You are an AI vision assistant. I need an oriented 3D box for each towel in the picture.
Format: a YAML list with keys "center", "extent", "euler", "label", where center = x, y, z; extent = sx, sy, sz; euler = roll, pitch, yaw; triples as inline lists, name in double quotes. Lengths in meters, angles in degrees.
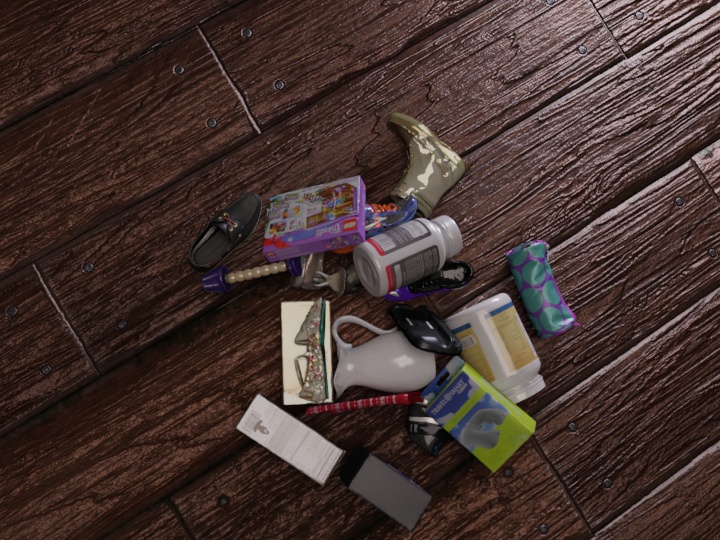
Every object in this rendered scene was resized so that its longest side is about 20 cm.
- center: [0.012, 0.254, 1.466]
  extent: [0.198, 0.145, 0.023]
  euler: [-10, 79, 15]
  label: "towel"

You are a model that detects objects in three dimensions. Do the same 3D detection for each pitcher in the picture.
- center: [0.042, 0.161, 1.536]
  extent: [0.198, 0.121, 0.173]
  euler: [-6, 63, -1]
  label: "pitcher"

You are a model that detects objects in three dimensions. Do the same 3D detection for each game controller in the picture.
- center: [0.123, 0.114, 1.504]
  extent: [0.103, 0.200, 0.042]
  euler: [3, 108, -15]
  label: "game controller"

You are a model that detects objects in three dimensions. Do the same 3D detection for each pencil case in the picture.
- center: [0.375, 0.037, 1.599]
  extent: [0.092, 0.085, 0.201]
  euler: [-22, 85, 20]
  label: "pencil case"

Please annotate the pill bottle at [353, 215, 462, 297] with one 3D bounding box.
- center: [0.095, -0.035, 1.492]
  extent: [0.199, 0.111, 0.111]
  euler: [-23, 85, -22]
  label: "pill bottle"

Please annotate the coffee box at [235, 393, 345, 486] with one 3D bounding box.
- center: [-0.136, 0.323, 1.485]
  extent: [0.199, 0.114, 0.080]
  euler: [34, 79, -2]
  label: "coffee box"

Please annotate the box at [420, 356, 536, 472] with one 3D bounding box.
- center: [0.220, 0.272, 1.473]
  extent: [0.200, 0.048, 0.122]
  euler: [41, 111, 5]
  label: "box"

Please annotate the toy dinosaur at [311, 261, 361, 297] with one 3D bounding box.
- center: [0.000, 0.000, 1.553]
  extent: [0.199, 0.102, 0.077]
  euler: [-31, 86, -9]
  label: "toy dinosaur"

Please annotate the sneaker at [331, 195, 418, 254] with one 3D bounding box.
- center: [0.023, -0.103, 1.546]
  extent: [0.199, 0.075, 0.079]
  euler: [-26, 113, -4]
  label: "sneaker"

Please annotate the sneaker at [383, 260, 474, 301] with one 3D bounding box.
- center: [0.139, 0.014, 1.566]
  extent: [0.198, 0.100, 0.070]
  euler: [-12, 85, -10]
  label: "sneaker"

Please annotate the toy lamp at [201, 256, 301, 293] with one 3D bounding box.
- center: [-0.217, 0.005, 1.529]
  extent: [0.198, 0.058, 0.059]
  euler: [-13, 83, 10]
  label: "toy lamp"

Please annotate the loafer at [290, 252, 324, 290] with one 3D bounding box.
- center: [-0.093, -0.059, 1.576]
  extent: [0.062, 0.072, 0.202]
  euler: [14, 86, -21]
  label: "loafer"

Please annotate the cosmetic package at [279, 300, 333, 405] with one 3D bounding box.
- center: [-0.108, 0.163, 1.532]
  extent: [0.103, 0.073, 0.202]
  euler: [-2, 81, -7]
  label: "cosmetic package"

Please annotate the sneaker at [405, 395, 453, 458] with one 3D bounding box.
- center: [0.187, 0.327, 1.548]
  extent: [0.198, 0.073, 0.113]
  euler: [16, 85, 3]
  label: "sneaker"

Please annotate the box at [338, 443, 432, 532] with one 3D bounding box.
- center: [0.041, 0.402, 1.448]
  extent: [0.141, 0.200, 0.079]
  euler: [33, 80, -2]
  label: "box"

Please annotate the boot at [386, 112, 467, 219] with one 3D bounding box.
- center: [0.104, -0.219, 1.615]
  extent: [0.200, 0.072, 0.155]
  euler: [39, 82, 0]
  label: "boot"

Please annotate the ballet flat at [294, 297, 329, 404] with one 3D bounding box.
- center: [-0.094, 0.152, 1.464]
  extent: [0.063, 0.076, 0.202]
  euler: [-2, 79, 0]
  label: "ballet flat"

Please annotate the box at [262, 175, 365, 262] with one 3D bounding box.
- center: [-0.088, -0.099, 1.490]
  extent: [0.198, 0.039, 0.138]
  euler: [-11, 54, 17]
  label: "box"

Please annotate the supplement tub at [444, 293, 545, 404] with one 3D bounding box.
- center: [0.269, 0.161, 1.538]
  extent: [0.144, 0.145, 0.201]
  euler: [-24, 85, -9]
  label: "supplement tub"

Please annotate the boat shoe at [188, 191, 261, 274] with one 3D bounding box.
- center: [-0.269, -0.079, 1.556]
  extent: [0.074, 0.063, 0.202]
  euler: [39, 78, 3]
  label: "boat shoe"
